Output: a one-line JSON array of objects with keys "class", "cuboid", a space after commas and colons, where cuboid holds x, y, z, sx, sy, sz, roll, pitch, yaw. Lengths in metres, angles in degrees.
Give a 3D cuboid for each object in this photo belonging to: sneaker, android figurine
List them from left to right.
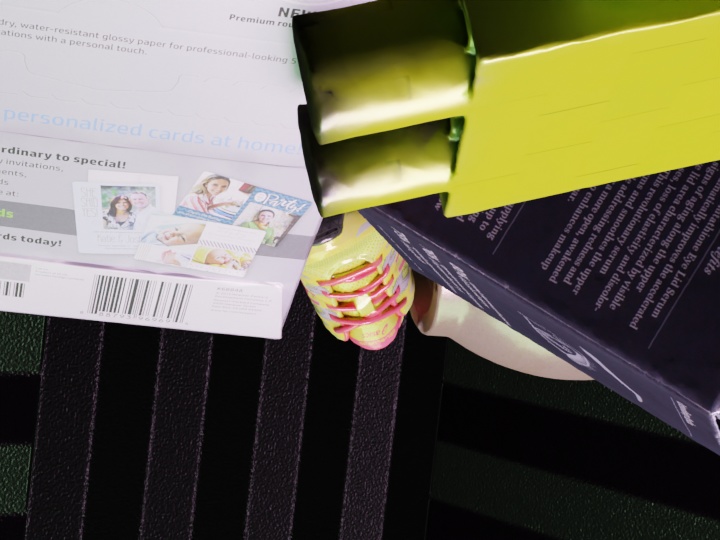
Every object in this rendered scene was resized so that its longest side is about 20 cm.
[{"class": "sneaker", "cuboid": [0.000, 0.000, 1.019, 0.077, 0.091, 0.200, -19, 172, 6]}, {"class": "android figurine", "cuboid": [0.081, -0.060, 0.444, 0.198, 0.042, 0.182, -14, 166, -3]}]

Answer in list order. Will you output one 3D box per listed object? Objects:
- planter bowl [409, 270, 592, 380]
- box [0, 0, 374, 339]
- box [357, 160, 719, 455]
[{"class": "planter bowl", "cuboid": [0.095, -0.027, 1.068, 0.133, 0.203, 0.200, -5, -175, -11]}, {"class": "box", "cuboid": [-0.078, -0.054, 0.504, 0.154, 0.042, 0.201, 6, 146, -12]}, {"class": "box", "cuboid": [0.110, -0.014, 0.798, 0.199, 0.105, 0.148, 31, 176, 19]}]
